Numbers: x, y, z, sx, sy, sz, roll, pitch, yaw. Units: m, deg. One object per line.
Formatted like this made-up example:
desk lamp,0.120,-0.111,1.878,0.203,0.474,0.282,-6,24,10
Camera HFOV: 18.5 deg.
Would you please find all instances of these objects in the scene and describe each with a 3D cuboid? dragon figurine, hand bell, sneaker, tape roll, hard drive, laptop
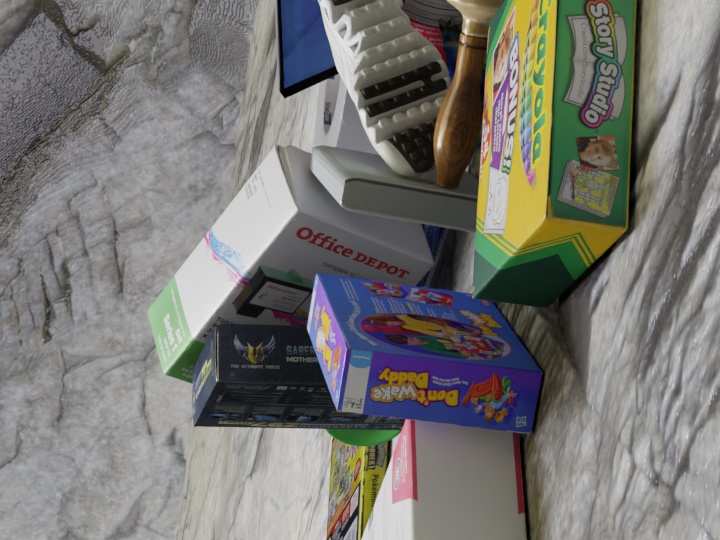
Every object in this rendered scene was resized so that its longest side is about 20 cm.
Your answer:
dragon figurine,0.079,-0.123,1.686,0.200,0.059,0.100,109,166,-47
hand bell,0.079,-0.156,1.562,0.104,0.104,0.200,-113,32,-73
sneaker,0.018,-0.149,1.657,0.081,0.075,0.200,92,161,-60
tape roll,0.003,-0.181,2.191,0.200,0.066,0.201,-173,90,-80
hard drive,0.037,-0.061,1.663,0.200,0.132,0.026,-130,50,-78
laptop,0.024,-0.248,1.815,0.200,0.177,0.103,-28,92,45

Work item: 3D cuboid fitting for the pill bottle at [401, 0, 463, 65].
pill bottle,0.060,-0.232,1.725,0.200,0.112,0.112,108,166,-50

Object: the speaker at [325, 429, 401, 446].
speaker,0.002,0.055,1.954,0.089,0.088,0.200,106,167,-45

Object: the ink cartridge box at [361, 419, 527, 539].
ink cartridge box,0.050,0.216,1.526,0.200,0.083,0.147,107,166,-46

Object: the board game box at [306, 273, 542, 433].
board game box,0.040,0.055,1.550,0.200,0.134,0.045,-115,34,-74

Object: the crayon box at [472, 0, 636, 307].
crayon box,0.122,-0.097,1.397,0.173,0.058,0.200,122,153,-70

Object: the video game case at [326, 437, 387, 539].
video game case,-0.005,0.212,2.062,0.200,0.025,0.181,114,160,-64

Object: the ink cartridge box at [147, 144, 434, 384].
ink cartridge box,-0.057,0.012,1.811,0.200,0.145,0.084,-50,37,27

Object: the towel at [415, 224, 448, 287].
towel,0.000,0.000,1.885,0.200,0.024,0.145,8,77,60

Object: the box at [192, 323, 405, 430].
box,-0.026,0.086,1.735,0.158,0.199,0.051,120,151,-70
